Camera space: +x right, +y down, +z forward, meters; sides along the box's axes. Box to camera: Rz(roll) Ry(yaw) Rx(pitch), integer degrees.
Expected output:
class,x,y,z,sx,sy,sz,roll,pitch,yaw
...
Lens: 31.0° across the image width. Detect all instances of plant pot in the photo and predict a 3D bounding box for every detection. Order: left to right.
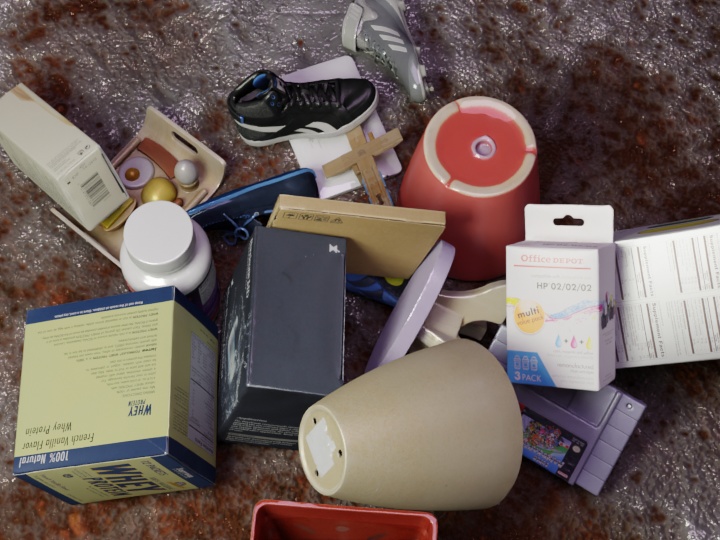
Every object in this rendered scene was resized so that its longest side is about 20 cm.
class,x,y,z,sx,sy,sz,roll,pitch,yaw
plant pot,-0.024,0.378,1.418,0.196,0.177,0.203,4,66,1
plant pot,0.039,0.178,1.390,0.198,0.188,0.189,-5,61,-34
plant pot,0.145,-0.114,1.648,0.197,0.178,0.203,1,65,-1

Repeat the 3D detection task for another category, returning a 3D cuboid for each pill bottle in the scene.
class,x,y,z,sx,sy,sz,roll,pitch,yaw
pill bottle,-0.232,-0.001,1.578,0.109,0.201,0.113,0,64,0

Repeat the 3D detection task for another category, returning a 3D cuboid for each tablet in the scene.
class,x,y,z,sx,sy,sz,roll,pitch,yaw
tablet,-0.036,-0.197,1.775,0.128,0.014,0.202,-19,67,-10

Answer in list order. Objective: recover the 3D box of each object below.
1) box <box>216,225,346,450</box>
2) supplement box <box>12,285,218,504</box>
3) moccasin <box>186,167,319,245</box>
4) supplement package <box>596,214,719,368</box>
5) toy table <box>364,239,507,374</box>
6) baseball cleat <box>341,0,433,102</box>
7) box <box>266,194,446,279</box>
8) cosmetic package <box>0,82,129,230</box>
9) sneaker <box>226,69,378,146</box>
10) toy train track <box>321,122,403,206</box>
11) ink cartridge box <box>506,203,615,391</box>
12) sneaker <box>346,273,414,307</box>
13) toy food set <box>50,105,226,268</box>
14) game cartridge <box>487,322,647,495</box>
class,x,y,z,sx,sy,sz,roll,pitch,yaw
box,-0.096,0.083,1.529,0.116,0.200,0.200,8,63,-15
supplement box,-0.280,0.149,1.517,0.197,0.134,0.203,-10,64,16
moccasin,-0.141,-0.074,1.678,0.197,0.080,0.069,-19,99,-12
supplement package,0.373,0.022,1.532,0.197,0.151,0.153,-9,94,31
toy table,0.099,0.074,1.569,0.116,0.201,0.185,26,33,-6
baseball cleat,0.032,-0.305,1.804,0.105,0.070,0.202,-15,57,0
box,-0.015,-0.037,1.537,0.197,0.164,0.022,5,66,-13
cosmetic package,-0.391,-0.148,1.664,0.071,0.106,0.199,-41,53,-15
sneaker,-0.079,-0.226,1.712,0.197,0.112,0.074,-15,64,7
toy train track,0.018,-0.116,1.701,0.113,0.033,0.202,-25,52,7
ink cartridge box,0.229,0.028,1.488,0.114,0.068,0.204,2,98,28
sneaker,0.000,0.000,1.665,0.198,0.079,0.066,30,53,-7
toy food set,-0.290,-0.107,1.704,0.143,0.061,0.200,36,69,15
game cartridge,0.228,0.168,1.565,0.198,0.038,0.131,29,96,13
